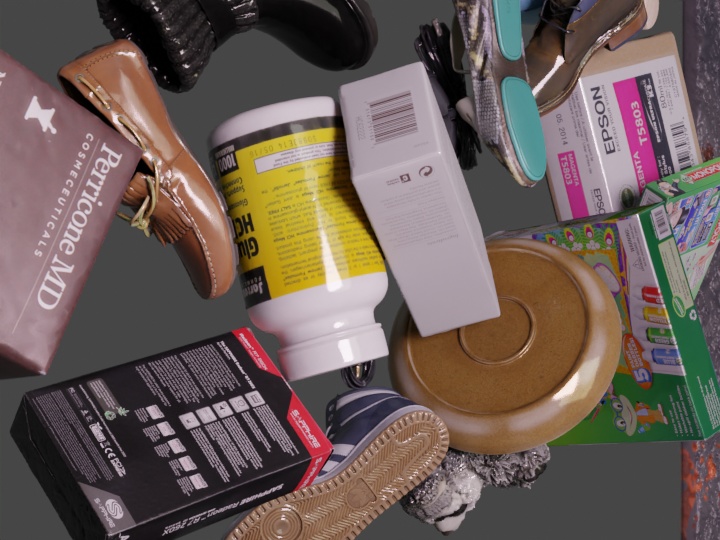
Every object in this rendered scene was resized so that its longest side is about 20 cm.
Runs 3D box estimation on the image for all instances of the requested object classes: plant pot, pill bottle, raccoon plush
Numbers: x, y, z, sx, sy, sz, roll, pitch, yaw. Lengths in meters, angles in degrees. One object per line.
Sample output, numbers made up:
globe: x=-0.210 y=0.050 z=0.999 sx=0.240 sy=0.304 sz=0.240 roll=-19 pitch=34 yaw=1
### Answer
plant pot: x=0.114 y=0.054 z=1.216 sx=0.201 sy=0.198 sz=0.028 roll=-68 pitch=153 yaw=-25
pill bottle: x=-0.043 y=-0.022 z=1.130 sx=0.112 sy=0.112 sz=0.202 roll=-11 pitch=84 yaw=-41
raccoon plush: x=0.073 y=0.119 z=1.248 sx=0.133 sy=0.097 sz=0.202 roll=-4 pitch=74 yaw=-32

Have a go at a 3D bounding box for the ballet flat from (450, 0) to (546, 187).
ballet flat: x=0.112 y=-0.164 z=1.261 sx=0.072 sy=0.072 sz=0.203 roll=0 pitch=79 yaw=-40

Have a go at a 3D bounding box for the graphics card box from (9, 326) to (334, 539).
graphics card box: x=-0.132 y=0.121 z=1.048 sx=0.199 sy=0.051 sz=0.126 roll=-16 pitch=59 yaw=-42

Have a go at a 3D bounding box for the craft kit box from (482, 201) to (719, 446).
craft kit box: x=0.206 y=0.052 z=1.289 sx=0.048 sy=0.197 sz=0.202 roll=-23 pitch=98 yaw=-37

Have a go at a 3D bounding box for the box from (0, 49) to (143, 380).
box: x=-0.279 y=-0.047 z=0.910 sx=0.199 sy=0.163 sz=0.167 roll=35 pitch=63 yaw=-31

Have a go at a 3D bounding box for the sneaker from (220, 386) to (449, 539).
sneaker: x=-0.030 y=0.164 z=1.164 sx=0.199 sy=0.108 sz=0.070 roll=-33 pitch=110 yaw=-7

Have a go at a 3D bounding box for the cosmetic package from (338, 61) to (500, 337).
cosmetic package: x=0.048 y=-0.051 z=1.148 sx=0.201 sy=0.071 sz=0.102 roll=64 pitch=13 yaw=-47

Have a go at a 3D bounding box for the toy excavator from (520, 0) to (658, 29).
toy excavator: x=0.201 y=-0.276 z=1.414 sx=0.195 sy=0.099 sz=0.201 roll=-51 pitch=128 yaw=-31

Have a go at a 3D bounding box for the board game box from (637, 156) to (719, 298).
board game box: x=0.288 y=-0.006 z=1.397 sx=0.134 sy=0.029 sz=0.201 roll=-20 pitch=137 yaw=-41

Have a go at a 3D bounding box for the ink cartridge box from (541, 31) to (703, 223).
ink cartridge box: x=0.253 y=-0.118 z=1.435 sx=0.164 sy=0.075 sz=0.202 roll=-19 pitch=97 yaw=-42

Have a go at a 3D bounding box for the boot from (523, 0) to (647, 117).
boot: x=0.168 y=-0.213 z=1.308 sx=0.200 sy=0.075 sz=0.097 roll=-42 pitch=138 yaw=-16

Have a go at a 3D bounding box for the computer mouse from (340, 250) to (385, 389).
computer mouse: x=0.000 y=0.000 z=1.221 sx=0.059 sy=0.034 sz=0.202 roll=34 pitch=57 yaw=-48

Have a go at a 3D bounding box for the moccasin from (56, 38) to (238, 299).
moccasin: x=-0.155 y=-0.067 z=1.081 sx=0.077 sy=0.073 sz=0.203 roll=-34 pitch=109 yaw=-29

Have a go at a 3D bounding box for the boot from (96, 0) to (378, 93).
boot: x=-0.093 y=-0.190 z=1.144 sx=0.211 sy=0.079 sz=0.159 roll=38 pitch=53 yaw=-18

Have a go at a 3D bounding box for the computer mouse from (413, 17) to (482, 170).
computer mouse: x=0.053 y=-0.132 z=1.250 sx=0.200 sy=0.052 sz=0.140 roll=-34 pitch=109 yaw=-54
